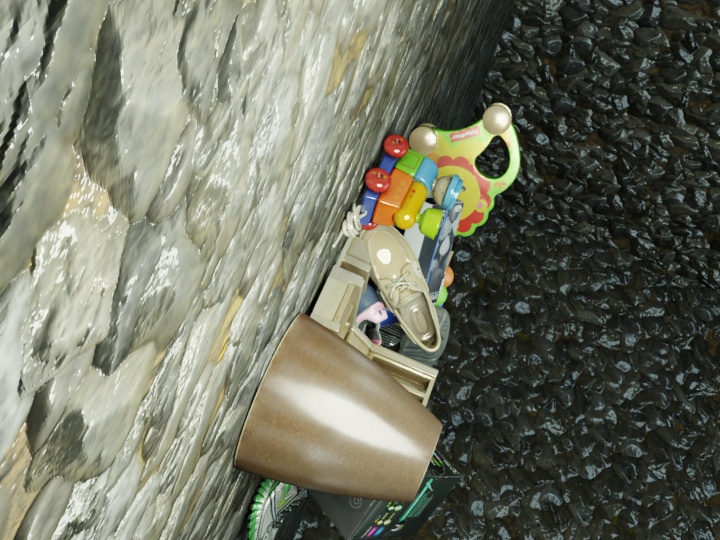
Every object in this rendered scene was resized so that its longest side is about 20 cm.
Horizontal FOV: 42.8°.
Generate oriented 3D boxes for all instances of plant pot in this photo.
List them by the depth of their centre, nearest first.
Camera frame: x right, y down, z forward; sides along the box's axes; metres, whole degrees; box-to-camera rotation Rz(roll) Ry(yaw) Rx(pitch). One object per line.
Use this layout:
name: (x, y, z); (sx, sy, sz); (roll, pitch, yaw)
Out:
plant pot: (-0.014, 0.174, 1.035); (0.187, 0.197, 0.190); (23, 90, -85)

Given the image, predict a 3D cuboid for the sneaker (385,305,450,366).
sneaker: (0.068, 0.127, 1.436); (0.202, 0.075, 0.115); (-67, -152, 21)

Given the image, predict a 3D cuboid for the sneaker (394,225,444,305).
sneaker: (0.071, -0.031, 1.452); (0.129, 0.078, 0.203); (39, -47, 54)

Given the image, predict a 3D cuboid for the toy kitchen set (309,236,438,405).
toy kitchen set: (0.032, 0.070, 1.197); (0.201, 0.177, 0.165); (103, 11, -61)

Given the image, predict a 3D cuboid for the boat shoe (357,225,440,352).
boat shoe: (0.060, 0.023, 1.268); (0.071, 0.203, 0.065); (-27, -158, -2)

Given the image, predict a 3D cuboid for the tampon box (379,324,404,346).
tampon box: (0.040, 0.161, 1.702); (0.150, 0.124, 0.203); (77, 36, -82)

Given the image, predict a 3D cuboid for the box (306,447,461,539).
box: (0.024, 0.286, 1.309); (0.125, 0.149, 0.199); (-52, 148, 11)

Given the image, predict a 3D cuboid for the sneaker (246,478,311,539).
sneaker: (-0.108, 0.327, 1.351); (0.078, 0.084, 0.203); (84, 29, -79)

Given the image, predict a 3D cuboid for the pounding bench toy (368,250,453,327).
pounding bench toy: (0.085, -0.007, 1.560); (0.125, 0.153, 0.202); (-60, 171, -52)

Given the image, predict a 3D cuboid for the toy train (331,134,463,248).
toy train: (0.050, -0.070, 1.135); (0.085, 0.114, 0.202); (107, 7, -49)

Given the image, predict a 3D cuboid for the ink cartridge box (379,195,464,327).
ink cartridge box: (0.090, -0.008, 1.349); (0.099, 0.039, 0.204); (-12, 121, -55)

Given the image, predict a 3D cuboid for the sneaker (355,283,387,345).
sneaker: (-0.009, 0.101, 1.356); (0.069, 0.082, 0.202); (-28, 150, -28)

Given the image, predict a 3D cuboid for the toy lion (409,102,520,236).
toy lion: (0.170, -0.157, 1.506); (0.069, 0.196, 0.196); (-56, 131, -73)
